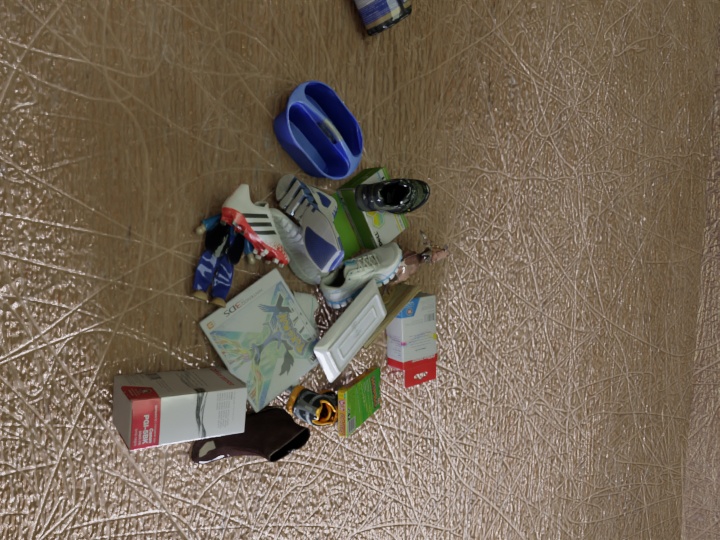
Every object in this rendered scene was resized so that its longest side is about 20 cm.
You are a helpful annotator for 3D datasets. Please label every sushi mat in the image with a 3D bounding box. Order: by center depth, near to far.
[{"bbox_3d":[0.049,0.096,1.232,0.200,0.094,0.012,-46,117,-24],"label":"sushi mat"}]

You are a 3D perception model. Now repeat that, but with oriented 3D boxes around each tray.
[{"bbox_3d":[-0.011,0.123,1.105,0.201,0.022,0.109,-48,135,-27],"label":"tray"}]

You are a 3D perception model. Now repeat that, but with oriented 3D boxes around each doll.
[{"bbox_3d":[-0.251,-0.038,1.024,0.134,0.048,0.207,25,75,-39],"label":"doll"}]

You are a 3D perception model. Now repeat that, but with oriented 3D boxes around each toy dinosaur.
[{"bbox_3d":[0.105,-0.020,1.211,0.198,0.134,0.088,-34,93,-48],"label":"toy dinosaur"}]

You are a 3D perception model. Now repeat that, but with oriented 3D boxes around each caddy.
[{"bbox_3d":[-0.079,-0.278,1.096,0.200,0.103,0.144,45,69,-31],"label":"caddy"}]

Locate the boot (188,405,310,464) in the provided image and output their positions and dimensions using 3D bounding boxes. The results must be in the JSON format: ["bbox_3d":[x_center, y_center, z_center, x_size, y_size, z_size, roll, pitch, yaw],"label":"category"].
[{"bbox_3d":[-0.207,0.316,1.014,0.196,0.164,0.075,-23,107,-33],"label":"boot"}]

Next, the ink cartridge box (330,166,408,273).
[{"bbox_3d":[-0.005,-0.108,1.186,0.199,0.075,0.151,-40,116,-29],"label":"ink cartridge box"}]

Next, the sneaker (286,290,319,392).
[{"bbox_3d":[-0.122,0.148,1.125,0.078,0.069,0.209,6,90,-39],"label":"sneaker"}]

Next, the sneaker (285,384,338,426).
[{"bbox_3d":[-0.078,0.295,1.142,0.199,0.075,0.081,31,78,-59],"label":"sneaker"}]

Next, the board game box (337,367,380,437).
[{"bbox_3d":[0.002,0.284,1.209,0.198,0.029,0.100,-12,103,-64],"label":"board game box"}]

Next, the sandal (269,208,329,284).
[{"bbox_3d":[-0.127,-0.056,1.111,0.204,0.080,0.051,53,22,-33],"label":"sandal"}]

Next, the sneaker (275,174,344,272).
[{"bbox_3d":[-0.075,-0.101,1.074,0.114,0.080,0.203,-3,56,-56],"label":"sneaker"}]

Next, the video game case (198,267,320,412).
[{"bbox_3d":[-0.182,0.132,1.052,0.180,0.022,0.204,-35,97,-17],"label":"video game case"}]

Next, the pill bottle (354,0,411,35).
[{"bbox_3d":[0.025,-0.615,1.143,0.111,0.110,0.204,-39,115,-27],"label":"pill bottle"}]

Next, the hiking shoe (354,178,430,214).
[{"bbox_3d":[0.086,-0.154,1.143,0.195,0.099,0.079,-13,101,-35],"label":"hiking shoe"}]

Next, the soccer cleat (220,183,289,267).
[{"bbox_3d":[-0.184,-0.079,1.021,0.200,0.067,0.088,48,60,-50],"label":"soccer cleat"}]

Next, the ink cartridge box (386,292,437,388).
[{"bbox_3d":[0.123,0.164,1.311,0.113,0.066,0.209,-6,98,-35],"label":"ink cartridge box"}]

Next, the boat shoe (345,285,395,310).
[{"bbox_3d":[0.011,0.067,1.223,0.072,0.069,0.200,52,43,-7],"label":"boat shoe"}]

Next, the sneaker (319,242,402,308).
[{"bbox_3d":[0.000,0.000,1.137,0.197,0.076,0.087,-35,145,0],"label":"sneaker"}]

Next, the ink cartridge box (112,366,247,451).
[{"bbox_3d":[-0.311,0.231,0.941,0.194,0.145,0.087,2,94,-36],"label":"ink cartridge box"}]
